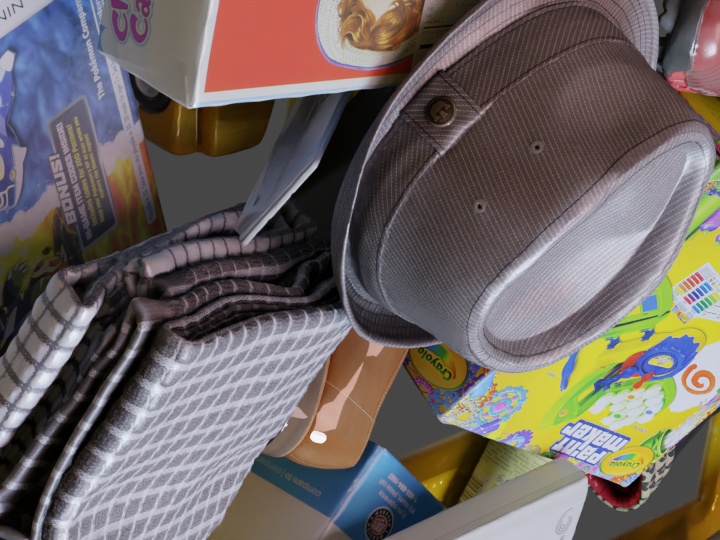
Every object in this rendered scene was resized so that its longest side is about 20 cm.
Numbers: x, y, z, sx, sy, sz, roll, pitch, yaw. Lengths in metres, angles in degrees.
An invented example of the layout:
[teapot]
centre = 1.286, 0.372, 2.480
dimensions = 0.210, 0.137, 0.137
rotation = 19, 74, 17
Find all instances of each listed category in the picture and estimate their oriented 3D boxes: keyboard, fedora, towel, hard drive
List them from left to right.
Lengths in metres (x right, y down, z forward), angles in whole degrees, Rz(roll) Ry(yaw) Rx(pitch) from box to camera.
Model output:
[towel]
centre = -0.090, 0.060, 1.196
dimensions = 0.166, 0.086, 0.200
rotation = -54, 166, 24
[keyboard]
centre = -0.014, -0.079, 1.232
dimensions = 0.056, 0.011, 0.200
rotation = -40, -165, 30
[hard drive]
centre = 0.028, 0.179, 1.373
dimensions = 0.200, 0.027, 0.132
rotation = -20, 135, -43
[fedora]
centre = 0.083, -0.033, 1.172
dimensions = 0.200, 0.090, 0.177
rotation = -43, 145, -9

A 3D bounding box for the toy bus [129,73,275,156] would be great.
[toy bus]
centre = -0.047, -0.145, 1.197
dimensions = 0.065, 0.078, 0.201
rotation = -18, 124, -45

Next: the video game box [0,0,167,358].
[video game box]
centre = -0.169, -0.029, 1.145
dimensions = 0.182, 0.047, 0.200
rotation = -39, 138, -28

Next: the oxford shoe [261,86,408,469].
[oxford shoe]
centre = 0.000, 0.000, 1.330
dimensions = 0.071, 0.071, 0.201
rotation = 22, 84, -34

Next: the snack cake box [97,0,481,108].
[snack cake box]
centre = -0.005, -0.138, 1.130
dimensions = 0.200, 0.067, 0.115
rotation = -9, 120, -43

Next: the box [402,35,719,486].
[box]
centre = 0.130, -0.007, 1.408
dimensions = 0.193, 0.122, 0.200
rotation = -43, 148, 16

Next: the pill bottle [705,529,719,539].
[pill bottle]
centre = 0.191, 0.242, 1.698
dimensions = 0.200, 0.120, 0.120
rotation = -31, 133, -37

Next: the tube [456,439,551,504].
[tube]
centre = 0.112, 0.079, 1.544
dimensions = 0.200, 0.058, 0.052
rotation = -63, 178, 4

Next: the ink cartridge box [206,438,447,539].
[ink cartridge box]
centre = -0.042, 0.184, 1.399
dimensions = 0.200, 0.084, 0.145
rotation = -55, 144, -10

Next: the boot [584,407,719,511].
[boot]
centre = 0.185, 0.031, 1.593
dimensions = 0.154, 0.073, 0.204
rotation = -44, 143, -33

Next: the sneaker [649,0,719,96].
[sneaker]
centre = 0.204, -0.104, 1.308
dimensions = 0.200, 0.098, 0.071
rotation = 12, 99, -64
